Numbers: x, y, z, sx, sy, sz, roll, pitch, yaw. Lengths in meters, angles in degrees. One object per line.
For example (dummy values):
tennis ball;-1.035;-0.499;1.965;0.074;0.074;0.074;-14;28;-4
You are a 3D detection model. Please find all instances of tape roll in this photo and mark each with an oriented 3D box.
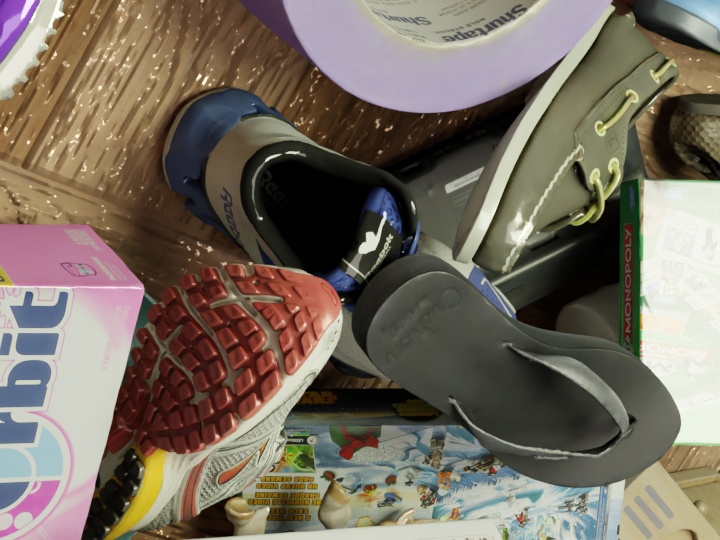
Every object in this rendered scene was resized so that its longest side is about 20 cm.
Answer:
tape roll;0.031;-0.179;1.117;0.200;0.085;0.200;-16;125;-24

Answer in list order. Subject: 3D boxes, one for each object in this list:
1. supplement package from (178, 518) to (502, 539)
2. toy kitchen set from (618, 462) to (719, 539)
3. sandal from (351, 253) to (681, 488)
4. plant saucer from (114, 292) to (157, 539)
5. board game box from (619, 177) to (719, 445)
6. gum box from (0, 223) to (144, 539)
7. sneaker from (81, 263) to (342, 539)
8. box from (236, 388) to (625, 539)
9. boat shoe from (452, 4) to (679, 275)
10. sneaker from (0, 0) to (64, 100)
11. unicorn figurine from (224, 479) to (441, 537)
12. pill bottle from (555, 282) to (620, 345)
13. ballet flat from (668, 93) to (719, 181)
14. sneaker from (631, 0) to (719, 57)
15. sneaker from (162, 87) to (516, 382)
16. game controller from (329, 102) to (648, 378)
supplement package;-0.016;0.195;1.138;0.200;0.114;0.110;1;135;-35
toy kitchen set;0.244;0.115;1.373;0.200;0.163;0.180;-44;131;-3
sandal;0.076;0.058;1.143;0.200;0.043;0.076;25;105;-38
plant saucer;-0.176;0.078;1.177;0.200;0.027;0.200;-16;124;-25
board game box;0.229;0.023;1.253;0.200;0.029;0.135;2;87;-15
gum box;-0.182;0.080;1.113;0.113;0.066;0.200;0;117;-33
sneaker;-0.067;0.058;1.141;0.082;0.078;0.200;-3;153;-40
box;0.035;0.127;1.281;0.200;0.040;0.137;1;119;-5
boat shoe;0.101;-0.060;1.173;0.072;0.060;0.202;-57;180;42
sneaker;-0.207;-0.092;1.029;0.100;0.070;0.200;37;93;-36
unicorn figurine;-0.060;0.169;1.220;0.200;0.074;0.137;9;128;-20
pill bottle;0.213;0.024;1.328;0.200;0.120;0.120;-23;127;-20
ballet flat;0.262;-0.062;1.294;0.200;0.067;0.046;5;101;4
sneaker;0.222;-0.140;1.277;0.200;0.066;0.078;8;104;-38
sneaker;-0.001;-0.001;1.155;0.199;0.115;0.081;40;88;-27
game controller;0.061;-0.023;1.265;0.200;0.042;0.104;-26;113;-17
